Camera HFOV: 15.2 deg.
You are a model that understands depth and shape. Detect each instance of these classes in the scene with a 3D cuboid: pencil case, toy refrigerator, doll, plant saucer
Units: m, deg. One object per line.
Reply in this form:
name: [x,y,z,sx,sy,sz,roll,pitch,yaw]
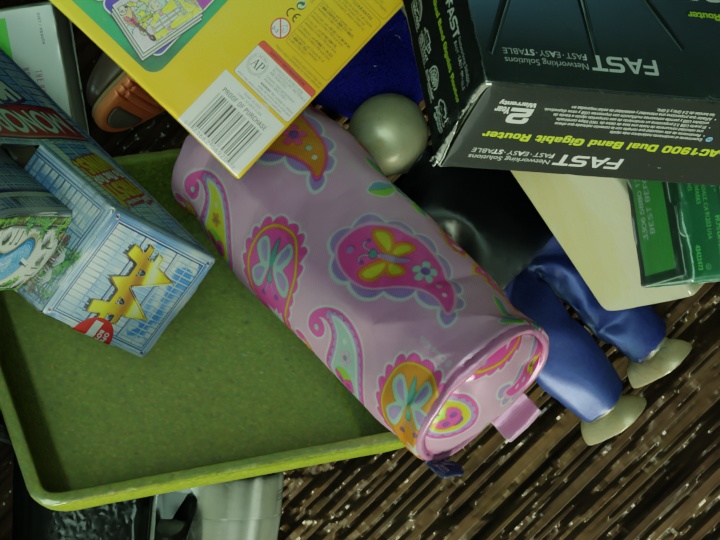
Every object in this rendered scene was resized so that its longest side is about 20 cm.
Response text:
pencil case: [0.000,0.000,1.239,0.088,0.087,0.200,-49,65,6]
toy refrigerator: [0.101,-0.084,1.269,0.076,0.070,0.201,-47,110,-33]
doll: [0.068,-0.007,1.308,0.200,0.048,0.137,47,67,-10]
plant saucer: [-0.087,0.031,1.277,0.199,0.200,0.048,-9,140,-21]

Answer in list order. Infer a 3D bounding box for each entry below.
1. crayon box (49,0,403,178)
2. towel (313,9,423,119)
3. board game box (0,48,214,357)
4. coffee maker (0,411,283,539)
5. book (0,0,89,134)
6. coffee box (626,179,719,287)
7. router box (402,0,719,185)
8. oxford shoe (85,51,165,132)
crayon box: [-0.085,-0.151,1.167,0.119,0.058,0.200,-46,115,2]
towel: [-0.019,-0.157,1.267,0.199,0.049,0.149,20,97,-41]
board game box: [-0.169,-0.045,1.199,0.200,0.200,0.062,40,101,12]
coffee maker: [-0.132,0.173,1.333,0.191,0.134,0.202,9,95,27]
book: [-0.235,-0.054,1.346,0.198,0.048,0.135,-8,97,4]
coffee box: [0.212,-0.059,1.267,0.199,0.044,0.124,-7,87,-31]
router box: [0.117,-0.115,1.158,0.199,0.062,0.151,3,56,-21]
oxford shoe: [-0.079,-0.159,1.326,0.073,0.071,0.200,38,92,19]
